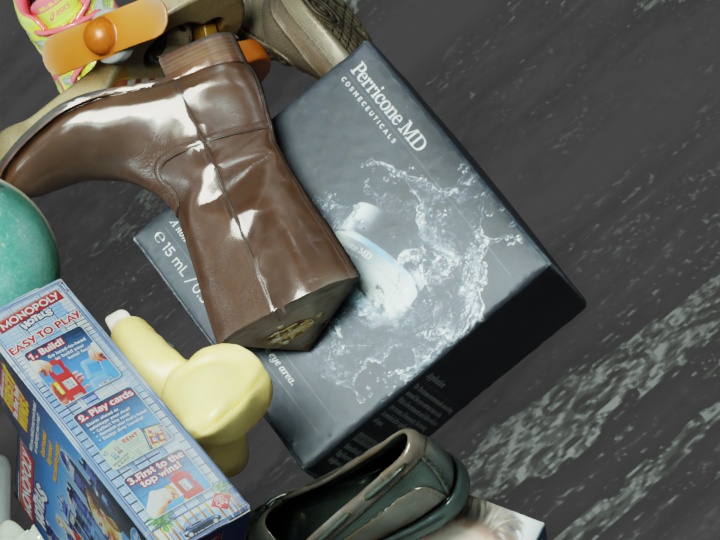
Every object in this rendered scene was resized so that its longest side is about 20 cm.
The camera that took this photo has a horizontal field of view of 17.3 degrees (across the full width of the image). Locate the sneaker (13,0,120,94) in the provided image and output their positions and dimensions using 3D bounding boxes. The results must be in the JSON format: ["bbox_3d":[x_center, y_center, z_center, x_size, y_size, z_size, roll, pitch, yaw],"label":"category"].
[{"bbox_3d":[-0.191,-0.157,1.604,0.078,0.090,0.200,-36,71,4],"label":"sneaker"}]

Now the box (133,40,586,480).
[{"bbox_3d":[0.000,0.000,1.494,0.200,0.117,0.197,-40,69,4],"label":"box"}]

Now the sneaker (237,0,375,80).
[{"bbox_3d":[-0.065,-0.173,1.592,0.076,0.070,0.200,-50,63,20],"label":"sneaker"}]

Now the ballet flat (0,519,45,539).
[{"bbox_3d":[-0.193,0.174,1.514,0.200,0.072,0.072,-36,66,-27],"label":"ballet flat"}]

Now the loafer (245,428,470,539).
[{"bbox_3d":[-0.033,0.152,1.428,0.200,0.063,0.072,-29,42,13],"label":"loafer"}]

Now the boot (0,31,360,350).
[{"bbox_3d":[-0.113,-0.022,1.445,0.186,0.064,0.200,-29,73,12],"label":"boot"}]

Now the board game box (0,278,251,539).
[{"bbox_3d":[-0.152,0.116,1.391,0.062,0.200,0.200,-27,68,-23],"label":"board game box"}]

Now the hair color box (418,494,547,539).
[{"bbox_3d":[0.029,0.230,1.426,0.100,0.061,0.200,19,63,20],"label":"hair color box"}]

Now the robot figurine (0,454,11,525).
[{"bbox_3d":[-0.298,0.145,1.503,0.113,0.169,0.200,-10,72,59],"label":"robot figurine"}]

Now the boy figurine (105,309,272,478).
[{"bbox_3d":[-0.107,0.072,1.424,0.064,0.200,0.124,-41,96,-16],"label":"boy figurine"}]

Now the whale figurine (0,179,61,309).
[{"bbox_3d":[-0.281,-0.003,1.425,0.200,0.104,0.159,16,99,-6],"label":"whale figurine"}]

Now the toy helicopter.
[{"bbox_3d":[-0.161,-0.122,1.513,0.200,0.132,0.079,-36,73,5],"label":"toy helicopter"}]
